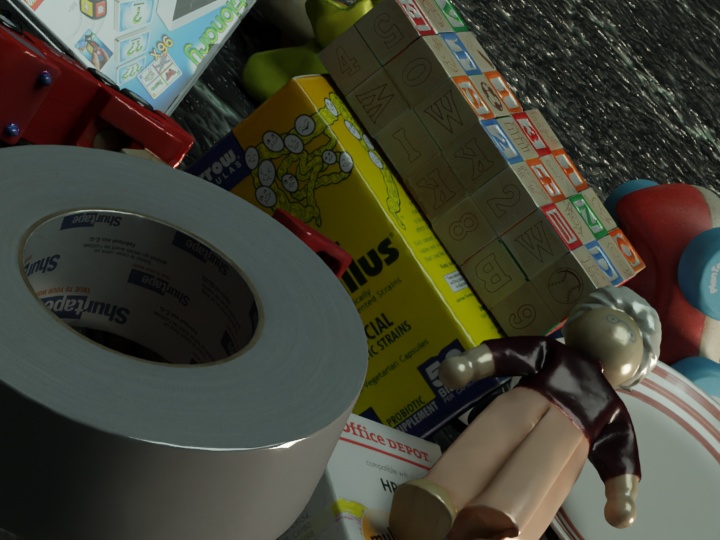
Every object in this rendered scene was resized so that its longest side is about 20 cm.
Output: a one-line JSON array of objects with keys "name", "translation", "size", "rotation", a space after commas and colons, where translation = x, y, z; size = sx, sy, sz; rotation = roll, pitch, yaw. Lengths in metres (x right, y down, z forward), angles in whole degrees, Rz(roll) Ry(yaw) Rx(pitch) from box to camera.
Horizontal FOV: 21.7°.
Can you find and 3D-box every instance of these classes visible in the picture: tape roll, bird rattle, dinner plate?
[{"name": "tape roll", "translation": [-0.099, 0.031, 0.781], "size": [0.199, 0.067, 0.201], "rotation": [17, 31, -11]}, {"name": "bird rattle", "translation": [-0.001, -0.142, 1.283], "size": [0.163, 0.113, 0.200], "rotation": [47, 14, 30]}, {"name": "dinner plate", "translation": [0.157, 0.119, 1.008], "size": [0.199, 0.024, 0.201], "rotation": [23, 39, -19]}]

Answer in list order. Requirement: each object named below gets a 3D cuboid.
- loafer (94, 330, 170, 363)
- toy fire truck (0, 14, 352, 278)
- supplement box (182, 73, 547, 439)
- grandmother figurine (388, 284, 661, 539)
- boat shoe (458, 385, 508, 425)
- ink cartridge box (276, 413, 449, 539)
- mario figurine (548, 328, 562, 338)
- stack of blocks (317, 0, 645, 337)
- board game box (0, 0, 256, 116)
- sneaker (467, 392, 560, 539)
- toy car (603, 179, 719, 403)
[{"name": "loafer", "translation": [-0.086, 0.048, 0.887], "size": [0.072, 0.063, 0.201], "rotation": [41, 26, -26]}, {"name": "toy fire truck", "translation": [-0.110, -0.051, 0.925], "size": [0.199, 0.049, 0.141], "rotation": [30, 8, -41]}, {"name": "supplement box", "translation": [0.000, 0.000, 1.062], "size": [0.201, 0.109, 0.109], "rotation": [56, 23, 7]}, {"name": "grandmother figurine", "translation": [0.095, 0.077, 0.931], "size": [0.121, 0.060, 0.200], "rotation": [49, 48, -8]}, {"name": "boat shoe", "translation": [0.039, 0.007, 1.194], "size": [0.201, 0.056, 0.069], "rotation": [57, 23, 8]}, {"name": "ink cartridge box", "translation": [0.000, 0.138, 0.920], "size": [0.115, 0.068, 0.201], "rotation": [25, 36, -48]}, {"name": "mario figurine", "translation": [0.090, 0.000, 1.223], "size": [0.106, 0.122, 0.202], "rotation": [-19, 90, -77]}, {"name": "stack of blocks", "translation": [0.072, -0.061, 1.069], "size": [0.201, 0.058, 0.115], "rotation": [56, 22, 5]}, {"name": "board game box", "translation": [-0.117, -0.182, 1.060], "size": [0.126, 0.034, 0.201], "rotation": [45, 58, -19]}, {"name": "sneaker", "translation": [0.120, 0.164, 1.113], "size": [0.112, 0.072, 0.202], "rotation": [-167, -121, -85]}, {"name": "toy car", "translation": [0.155, 0.019, 1.326], "size": [0.198, 0.179, 0.184], "rotation": [6, 14, -15]}]
